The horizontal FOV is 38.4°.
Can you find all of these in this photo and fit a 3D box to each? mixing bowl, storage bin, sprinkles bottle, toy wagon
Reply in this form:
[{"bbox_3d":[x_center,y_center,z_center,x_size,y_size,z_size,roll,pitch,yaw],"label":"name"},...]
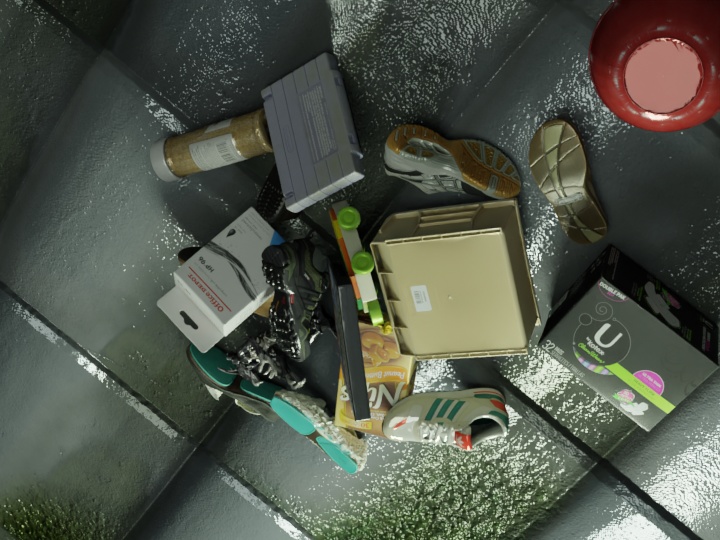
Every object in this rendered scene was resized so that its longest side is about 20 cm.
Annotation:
[{"bbox_3d":[0.383,-0.255,1.301,0.200,0.108,0.201,8,117,16],"label":"mixing bowl"},{"bbox_3d":[0.136,0.018,1.470,0.198,0.094,0.200,-5,116,22],"label":"storage bin"},{"bbox_3d":[-0.219,-0.188,1.556,0.200,0.068,0.068,-12,109,25],"label":"sprinkles bottle"},{"bbox_3d":[0.000,0.000,1.496,0.039,0.155,0.200,-16,74,-2],"label":"toy wagon"}]

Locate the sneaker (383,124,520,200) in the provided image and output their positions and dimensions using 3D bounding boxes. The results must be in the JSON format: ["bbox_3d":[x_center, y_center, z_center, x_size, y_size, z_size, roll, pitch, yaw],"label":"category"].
[{"bbox_3d":[0.128,-0.143,1.470,0.200,0.076,0.088,21,149,-2],"label":"sneaker"}]

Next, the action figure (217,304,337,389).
[{"bbox_3d":[-0.134,0.136,1.652,0.200,0.119,0.102,-34,65,21],"label":"action figure"}]

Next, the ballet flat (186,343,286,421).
[{"bbox_3d":[-0.213,0.196,1.736,0.200,0.068,0.068,31,128,4],"label":"ballet flat"}]

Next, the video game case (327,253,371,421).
[{"bbox_3d":[-0.019,0.093,1.500,0.025,0.181,0.201,-9,105,-4],"label":"video game case"}]

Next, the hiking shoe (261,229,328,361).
[{"bbox_3d":[-0.083,0.042,1.539,0.076,0.101,0.200,28,133,43],"label":"hiking shoe"}]

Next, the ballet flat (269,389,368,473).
[{"bbox_3d":[-0.064,0.254,1.707,0.200,0.072,0.072,44,120,-13],"label":"ballet flat"}]

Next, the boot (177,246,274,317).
[{"bbox_3d":[-0.203,0.022,1.651,0.200,0.074,0.076,20,125,6],"label":"boot"}]

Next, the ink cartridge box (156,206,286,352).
[{"bbox_3d":[-0.201,0.015,1.566,0.116,0.200,0.068,45,163,8],"label":"ink cartridge box"}]

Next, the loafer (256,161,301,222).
[{"bbox_3d":[-0.082,-0.158,1.534,0.073,0.071,0.200,47,113,33],"label":"loafer"}]

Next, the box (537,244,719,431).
[{"bbox_3d":[0.378,0.093,1.452,0.200,0.124,0.149,37,120,1],"label":"box"}]

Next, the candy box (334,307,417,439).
[{"bbox_3d":[0.028,0.164,1.642,0.115,0.055,0.200,13,116,14],"label":"candy box"}]

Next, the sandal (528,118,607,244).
[{"bbox_3d":[0.290,-0.126,1.428,0.080,0.054,0.200,-12,124,29],"label":"sandal"}]

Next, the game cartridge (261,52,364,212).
[{"bbox_3d":[-0.067,-0.196,1.463,0.129,0.038,0.200,-23,66,23],"label":"game cartridge"}]

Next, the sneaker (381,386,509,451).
[{"bbox_3d":[0.133,0.236,1.587,0.199,0.093,0.070,-8,118,-1],"label":"sneaker"}]
